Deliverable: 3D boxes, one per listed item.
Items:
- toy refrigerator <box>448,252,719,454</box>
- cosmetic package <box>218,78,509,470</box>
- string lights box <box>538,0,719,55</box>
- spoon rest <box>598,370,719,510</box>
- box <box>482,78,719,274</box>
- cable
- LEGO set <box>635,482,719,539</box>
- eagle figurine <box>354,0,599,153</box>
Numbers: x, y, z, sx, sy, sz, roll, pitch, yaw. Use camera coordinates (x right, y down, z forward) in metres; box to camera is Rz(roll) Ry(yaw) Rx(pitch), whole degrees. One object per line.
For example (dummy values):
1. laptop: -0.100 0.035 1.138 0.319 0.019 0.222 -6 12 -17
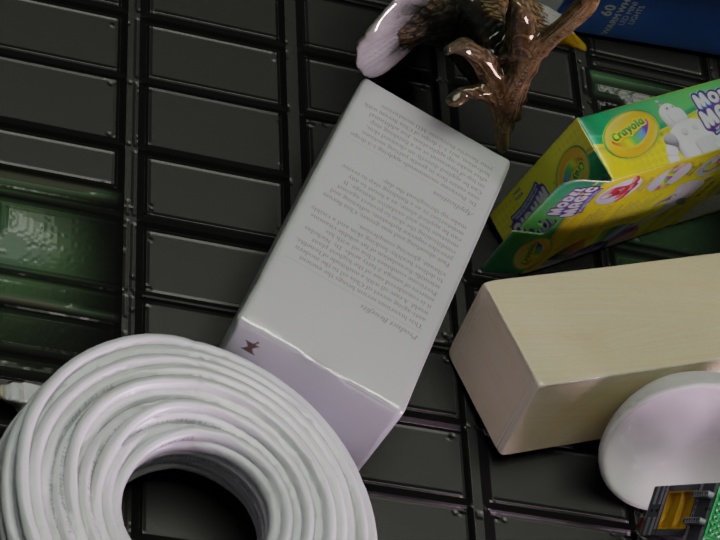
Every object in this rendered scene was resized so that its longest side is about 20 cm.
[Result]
1. toy refrigerator: 0.157 0.046 1.284 0.199 0.070 0.076 -7 52 -29
2. cosmetic package: 0.000 0.000 1.240 0.101 0.071 0.201 30 49 -4
3. string lights box: 0.186 -0.206 1.485 0.199 0.059 0.103 7 55 -21
4. spoon rest: 0.226 0.079 1.231 0.199 0.100 0.061 -22 40 4
5. box: 0.165 -0.058 1.329 0.199 0.117 0.049 -19 72 -34
6. cable: -0.087 0.126 1.109 0.199 0.069 0.201 -2 57 -26
7. LEGO set: 0.215 0.195 1.199 0.199 0.116 0.155 14 81 -11
8. eagle figurine: 0.071 -0.168 1.318 0.151 0.151 0.201 -24 47 12
